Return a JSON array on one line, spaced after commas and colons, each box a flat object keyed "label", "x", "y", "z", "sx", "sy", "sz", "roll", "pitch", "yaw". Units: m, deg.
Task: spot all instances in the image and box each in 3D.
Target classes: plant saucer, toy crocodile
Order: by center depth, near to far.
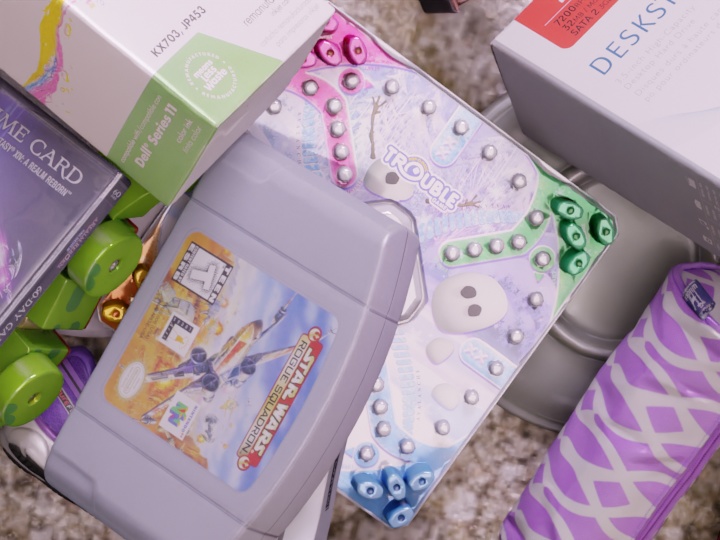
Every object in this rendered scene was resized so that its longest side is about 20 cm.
[{"label": "toy crocodile", "x": -0.155, "y": 0.013, "z": 1.399, "sx": 0.067, "sy": 0.062, "sz": 0.201, "roll": 42, "pitch": 107, "yaw": 26}, {"label": "plant saucer", "x": 0.133, "y": -0.009, "z": 1.487, "sx": 0.198, "sy": 0.050, "sz": 0.202, "roll": -1, "pitch": 96, "yaw": -10}]

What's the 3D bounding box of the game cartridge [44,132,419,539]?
[{"label": "game cartridge", "x": -0.059, "y": 0.047, "z": 1.362, "sx": 0.041, "sy": 0.133, "sz": 0.201, "roll": 27, "pitch": 93, "yaw": -52}]

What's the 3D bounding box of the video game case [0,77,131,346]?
[{"label": "video game case", "x": -0.222, "y": -0.004, "z": 1.352, "sx": 0.143, "sy": 0.019, "sz": 0.200, "roll": 37, "pitch": 84, "yaw": 27}]

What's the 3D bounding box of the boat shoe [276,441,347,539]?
[{"label": "boat shoe", "x": -0.044, "y": 0.116, "z": 1.399, "sx": 0.056, "sy": 0.069, "sz": 0.202, "roll": 12, "pitch": 87, "yaw": 7}]

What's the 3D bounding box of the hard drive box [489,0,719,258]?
[{"label": "hard drive box", "x": 0.191, "y": -0.097, "z": 1.401, "sx": 0.156, "sy": 0.200, "sz": 0.077, "roll": -45, "pitch": 143, "yaw": -14}]

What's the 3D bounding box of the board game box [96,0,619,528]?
[{"label": "board game box", "x": 0.000, "y": 0.000, "z": 1.433, "sx": 0.199, "sy": 0.026, "sz": 0.201, "roll": 36, "pitch": 94, "yaw": -9}]

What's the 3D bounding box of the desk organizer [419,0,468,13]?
[{"label": "desk organizer", "x": 0.035, "y": -0.238, "z": 1.438, "sx": 0.077, "sy": 0.072, "sz": 0.201, "roll": -25, "pitch": 99, "yaw": -8}]

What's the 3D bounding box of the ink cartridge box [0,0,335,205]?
[{"label": "ink cartridge box", "x": -0.127, "y": -0.141, "z": 1.347, "sx": 0.200, "sy": 0.067, "sz": 0.117, "roll": 39, "pitch": 47, "yaw": 3}]

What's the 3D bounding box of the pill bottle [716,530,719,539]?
[{"label": "pill bottle", "x": 0.220, "y": 0.210, "z": 1.493, "sx": 0.109, "sy": 0.110, "sz": 0.201, "roll": 21, "pitch": 92, "yaw": -10}]

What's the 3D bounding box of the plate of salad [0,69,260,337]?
[{"label": "plate of salad", "x": -0.132, "y": -0.066, "z": 1.440, "sx": 0.198, "sy": 0.048, "sz": 0.202, "roll": -4, "pitch": 105, "yaw": -14}]

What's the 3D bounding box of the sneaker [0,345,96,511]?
[{"label": "sneaker", "x": -0.088, "y": 0.111, "z": 1.453, "sx": 0.200, "sy": 0.081, "sz": 0.084, "roll": 37, "pitch": 79, "yaw": -12}]

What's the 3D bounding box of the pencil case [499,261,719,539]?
[{"label": "pencil case", "x": 0.151, "y": 0.089, "z": 1.449, "sx": 0.084, "sy": 0.086, "sz": 0.201, "roll": -4, "pitch": 134, "yaw": -48}]
